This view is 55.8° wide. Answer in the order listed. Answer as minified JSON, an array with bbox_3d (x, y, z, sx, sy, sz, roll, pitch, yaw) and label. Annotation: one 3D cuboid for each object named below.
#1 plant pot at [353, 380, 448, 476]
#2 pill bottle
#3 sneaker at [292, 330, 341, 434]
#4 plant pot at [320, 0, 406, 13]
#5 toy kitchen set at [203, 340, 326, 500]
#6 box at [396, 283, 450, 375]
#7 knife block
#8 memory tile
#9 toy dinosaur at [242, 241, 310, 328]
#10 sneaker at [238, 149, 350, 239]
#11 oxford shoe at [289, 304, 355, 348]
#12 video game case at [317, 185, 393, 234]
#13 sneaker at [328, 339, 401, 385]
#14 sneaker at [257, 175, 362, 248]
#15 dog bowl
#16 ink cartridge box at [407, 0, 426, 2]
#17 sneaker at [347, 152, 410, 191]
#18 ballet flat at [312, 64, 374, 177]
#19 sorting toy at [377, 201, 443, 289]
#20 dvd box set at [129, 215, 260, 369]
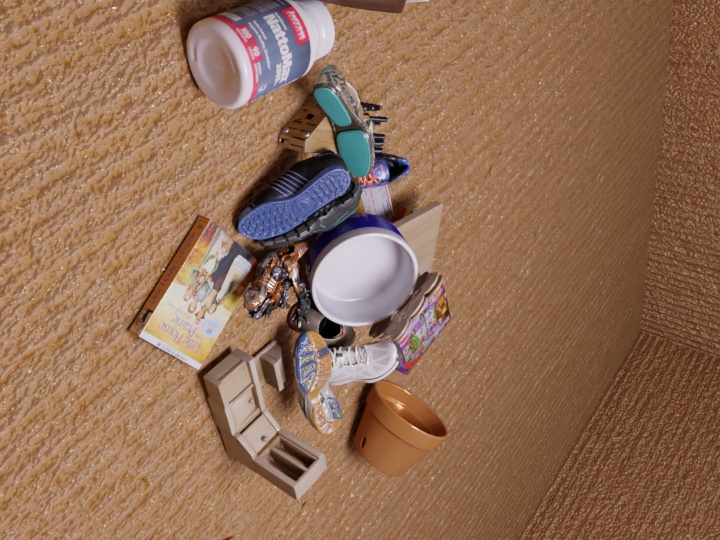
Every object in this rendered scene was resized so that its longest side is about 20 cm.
[{"bbox_3d":[0.078,0.364,1.529,0.200,0.200,0.141,19,106,-55],"label":"plant pot"},{"bbox_3d":[-0.133,-0.318,0.961,0.200,0.119,0.120,-39,135,-37],"label":"pill bottle"},{"bbox_3d":[-0.096,0.201,1.240,0.075,0.088,0.202,-18,109,-31],"label":"sneaker"},{"bbox_3d":[-0.042,-0.452,0.944,0.198,0.187,0.188,-5,118,-5],"label":"plant pot"},{"bbox_3d":[-0.135,0.234,1.168,0.163,0.179,0.201,-41,140,-36],"label":"toy kitchen set"},{"bbox_3d":[0.140,0.130,1.618,0.200,0.039,0.138,-47,138,-30],"label":"box"},{"bbox_3d":[-0.034,-0.229,1.184,0.201,0.064,0.176,-54,141,-22],"label":"knife block"},{"bbox_3d":[0.083,0.068,1.289,0.017,0.200,0.154,35,80,-11],"label":"memory tile"},{"bbox_3d":[-0.129,0.018,1.134,0.200,0.102,0.137,-36,136,-36],"label":"toy dinosaur"},{"bbox_3d":[-0.111,-0.124,1.099,0.199,0.078,0.070,-27,132,3],"label":"sneaker"},{"bbox_3d":[-0.056,0.121,1.313,0.200,0.074,0.071,27,83,-56],"label":"oxford shoe"},{"bbox_3d":[-0.010,-0.108,1.317,0.200,0.017,0.144,-47,139,-31],"label":"video game case"},{"bbox_3d":[-0.026,0.174,1.294,0.115,0.199,0.076,22,54,-50],"label":"sneaker"},{"bbox_3d":[-0.081,-0.084,1.155,0.199,0.076,0.079,-28,154,-13],"label":"sneaker"},{"bbox_3d":[0.000,0.000,1.244,0.198,0.079,0.202,-9,125,-13],"label":"dog bowl"},{"bbox_3d":[0.047,-0.537,1.070,0.084,0.143,0.201,-56,145,-42],"label":"ink cartridge box"},{"bbox_3d":[0.013,-0.181,1.242,0.199,0.078,0.076,-25,108,-39],"label":"sneaker"},{"bbox_3d":[-0.016,-0.244,1.100,0.201,0.067,0.076,61,42,-44],"label":"ballet flat"},{"bbox_3d":[0.073,-0.033,1.402,0.199,0.069,0.200,-29,137,-43],"label":"sorting toy"},{"bbox_3d":[-0.249,0.037,1.049,0.201,0.029,0.146,-61,144,-14],"label":"dvd box set"}]
